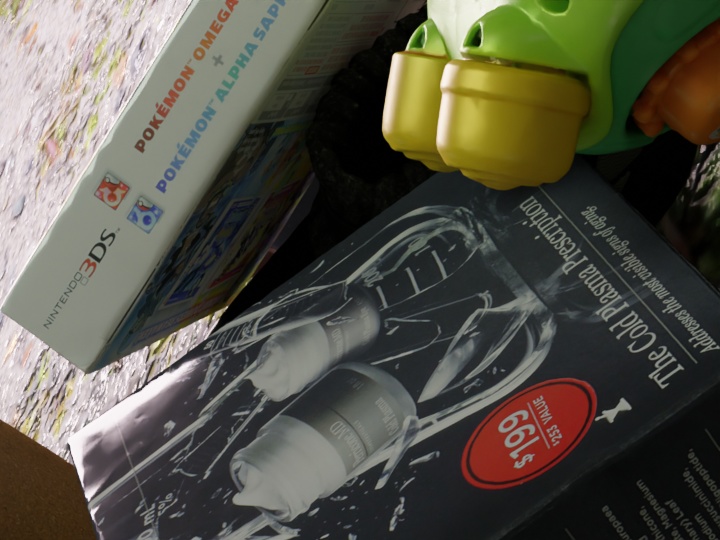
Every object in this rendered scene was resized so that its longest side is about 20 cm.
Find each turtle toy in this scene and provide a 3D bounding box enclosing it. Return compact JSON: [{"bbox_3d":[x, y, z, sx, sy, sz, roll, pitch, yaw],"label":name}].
[{"bbox_3d":[0.068,-0.094,0.726,0.200,0.101,0.146,-151,70,-79],"label":"turtle toy"}]

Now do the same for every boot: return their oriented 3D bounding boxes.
[{"bbox_3d":[-0.002,-0.002,0.963,0.212,0.079,0.158,-59,-3,-11],"label":"boot"}]

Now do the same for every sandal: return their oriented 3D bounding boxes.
[{"bbox_3d":[0.056,-0.014,0.886,0.057,0.080,0.201,52,152,15],"label":"sandal"}]

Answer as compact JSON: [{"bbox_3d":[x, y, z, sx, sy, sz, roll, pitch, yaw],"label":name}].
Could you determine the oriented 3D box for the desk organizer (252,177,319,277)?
[{"bbox_3d":[-0.042,-0.102,1.285,0.077,0.072,0.201,-21,52,67],"label":"desk organizer"}]

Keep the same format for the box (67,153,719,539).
[{"bbox_3d":[0.029,0.071,0.721,0.182,0.104,0.200,-37,25,1],"label":"box"}]

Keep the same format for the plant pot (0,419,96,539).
[{"bbox_3d":[-0.157,0.133,0.987,0.186,0.199,0.187,-48,32,44],"label":"plant pot"}]

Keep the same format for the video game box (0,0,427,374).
[{"bbox_3d":[-0.040,-0.059,0.940,0.183,0.047,0.200,-59,-7,11],"label":"video game box"}]

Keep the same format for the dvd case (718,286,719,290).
[{"bbox_3d":[0.140,0.059,0.744,0.151,0.025,0.200,-64,22,14],"label":"dvd case"}]
